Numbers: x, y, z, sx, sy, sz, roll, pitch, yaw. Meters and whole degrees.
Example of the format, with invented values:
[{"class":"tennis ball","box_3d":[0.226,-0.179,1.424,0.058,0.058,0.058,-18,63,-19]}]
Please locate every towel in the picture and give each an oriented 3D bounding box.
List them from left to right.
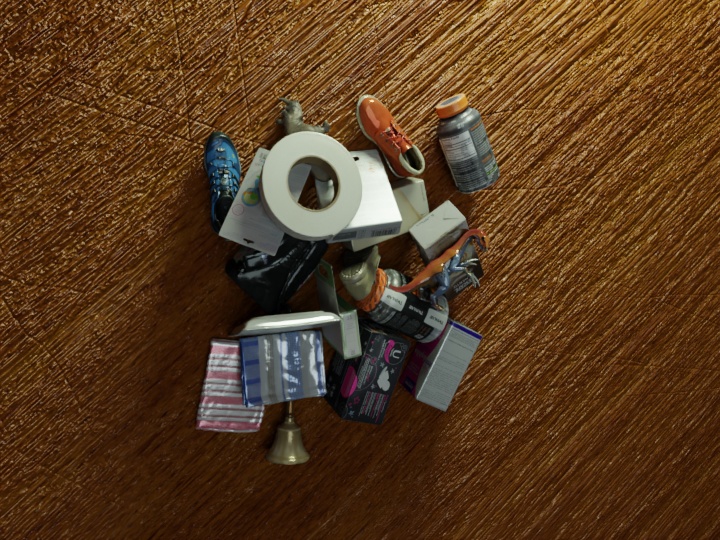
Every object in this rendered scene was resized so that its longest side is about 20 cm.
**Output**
[{"class":"towel","box_3d":[-0.271,0.249,1.247,0.143,0.030,0.206,9,96,-26]},{"class":"towel","box_3d":[-0.165,0.211,1.251,0.195,0.024,0.151,-2,86,-31]}]

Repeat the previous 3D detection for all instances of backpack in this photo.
[{"class":"backpack","box_3d":[-0.165,-0.030,1.171,0.201,0.126,0.167,-48,128,-8]}]

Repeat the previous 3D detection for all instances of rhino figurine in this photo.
[{"class":"rhino figurine","box_3d":[-0.102,-0.266,1.157,0.087,0.060,0.202,-38,92,-29]}]

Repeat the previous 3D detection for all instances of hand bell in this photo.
[{"class":"hand bell","box_3d":[-0.159,0.315,1.292,0.101,0.104,0.206,4,88,-24]}]

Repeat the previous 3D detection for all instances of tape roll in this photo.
[{"class":"tape roll","box_3d":[-0.092,-0.158,1.088,0.197,0.037,0.209,4,79,-19]}]

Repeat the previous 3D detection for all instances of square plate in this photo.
[{"class":"square plate","box_3d":[-0.160,0.109,1.176,0.195,0.197,0.029,-4,82,-22]}]

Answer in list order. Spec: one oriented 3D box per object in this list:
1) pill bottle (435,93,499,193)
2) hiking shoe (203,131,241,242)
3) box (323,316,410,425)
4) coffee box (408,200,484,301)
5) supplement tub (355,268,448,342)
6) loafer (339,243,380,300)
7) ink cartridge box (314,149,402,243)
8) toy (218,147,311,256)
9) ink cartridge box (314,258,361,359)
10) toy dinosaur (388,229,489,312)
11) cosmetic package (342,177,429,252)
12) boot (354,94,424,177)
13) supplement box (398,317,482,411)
[{"class":"pill bottle","box_3d":[0.234,-0.286,1.294,0.105,0.106,0.203,-31,113,-13]},{"class":"hiking shoe","box_3d":[-0.259,-0.164,1.117,0.073,0.086,0.206,-9,106,-21]},{"class":"box","box_3d":[0.010,0.222,1.303,0.113,0.132,0.205,18,96,-29]},{"class":"coffee box","box_3d":[0.198,-0.040,1.306,0.113,0.080,0.201,-34,136,-1]},{"class":"supplement tub","box_3d":[0.094,0.076,1.310,0.197,0.122,0.125,25,92,-27]},{"class":"loafer","box_3d":[0.000,0.000,1.224,0.074,0.201,0.070,-7,112,17]},{"class":"ink cartridge box","box_3d":[-0.015,-0.157,1.194,0.156,0.204,0.048,-8,148,-14]},{"class":"toy","box_3d":[-0.180,-0.129,1.113,0.112,0.047,0.204,19,71,2]},{"class":"ink cartridge box","box_3d":[-0.053,0.068,1.231,0.047,0.145,0.206,-11,106,-19]},{"class":"toy dinosaur","box_3d":[0.187,-0.009,1.209,0.196,0.105,0.186,16,101,-27]},{"class":"cosmetic package","box_3d":[0.049,-0.126,1.270,0.196,0.073,0.106,-21,110,-17]},{"class":"boot","box_3d":[0.067,-0.285,1.222,0.075,0.107,0.201,-41,113,-7]},{"class":"supplement box","box_3d":[0.192,0.218,1.399,0.102,0.101,0.204,24,92,-26]}]
